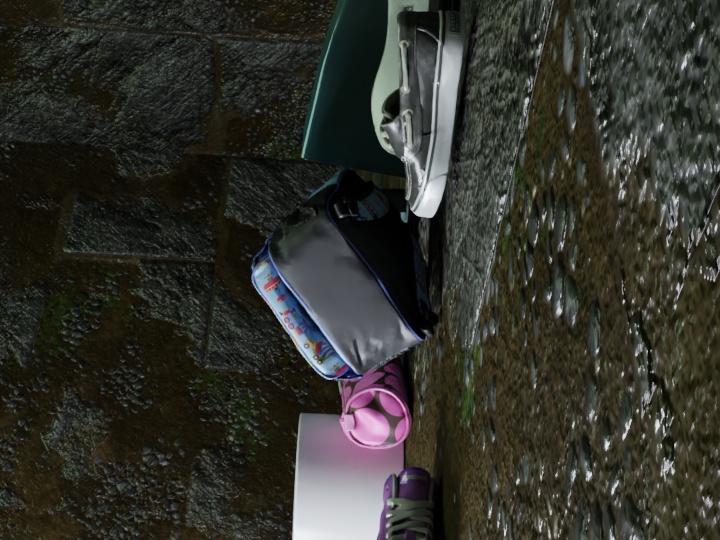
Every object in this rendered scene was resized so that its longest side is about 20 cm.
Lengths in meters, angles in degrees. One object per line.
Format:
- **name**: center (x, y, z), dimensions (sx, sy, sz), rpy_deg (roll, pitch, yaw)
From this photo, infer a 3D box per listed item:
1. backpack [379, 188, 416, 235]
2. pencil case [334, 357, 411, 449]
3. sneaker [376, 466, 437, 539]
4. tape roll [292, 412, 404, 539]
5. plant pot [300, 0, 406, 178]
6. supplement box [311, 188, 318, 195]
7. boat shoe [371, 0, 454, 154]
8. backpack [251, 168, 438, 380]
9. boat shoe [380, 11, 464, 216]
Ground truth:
- **backpack**: center (0.000, 0.000, 1.415), dimensions (0.178, 0.148, 0.203), rpy_deg (-132, 40, -85)
- **pencil case**: center (0.013, 0.157, 1.419), dimensions (0.200, 0.092, 0.092), rpy_deg (-102, 15, -79)
- **sneaker**: center (0.037, 0.233, 0.979), dimensions (0.200, 0.071, 0.116), rpy_deg (154, 122, -88)
- **tape roll**: center (-0.018, 0.292, 1.479), dimensions (0.203, 0.137, 0.206), rpy_deg (-176, 90, -87)
- **plant pot**: center (0.021, -0.225, 1.231), dimensions (0.142, 0.139, 0.203), rpy_deg (-94, 14, -70)
- **supplement box**: center (-0.032, -0.036, 2.105), dimensions (0.200, 0.132, 0.203), rpy_deg (114, 159, -84)
- **boat shoe**: center (0.061, -0.210, 1.088), dimensions (0.063, 0.070, 0.203), rpy_deg (6, -88, -52)
- **backpack**: center (-0.010, -0.006, 1.166), dimensions (0.183, 0.134, 0.200), rpy_deg (53, -163, -14)
- **boat shoe**: center (0.050, -0.137, 0.996), dimensions (0.071, 0.063, 0.202), rpy_deg (-89, 3, -52)
